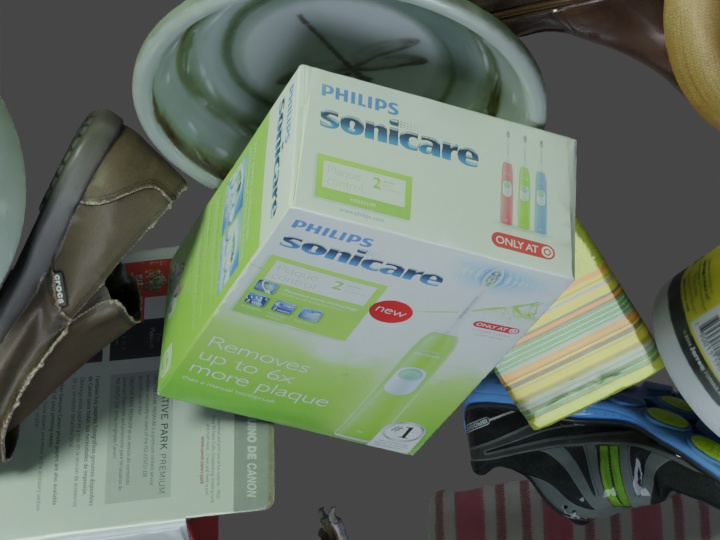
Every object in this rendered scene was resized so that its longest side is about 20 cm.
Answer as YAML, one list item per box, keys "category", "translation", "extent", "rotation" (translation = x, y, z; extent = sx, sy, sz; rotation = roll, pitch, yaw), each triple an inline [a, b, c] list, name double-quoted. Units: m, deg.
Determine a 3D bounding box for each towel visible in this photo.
- category: "towel"
  translation: [0.084, -0.008, 1.418]
  extent: [0.086, 0.018, 0.200]
  rotation: [-27, 112, 16]
- category: "towel"
  translation: [0.135, 0.162, 1.545]
  extent: [0.199, 0.146, 0.030]
  rotation: [-9, 120, 6]

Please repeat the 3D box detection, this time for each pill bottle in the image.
- category: "pill bottle"
  translation: [0.265, 0.005, 1.412]
  extent: [0.112, 0.113, 0.200]
  rotation: [34, 125, -31]

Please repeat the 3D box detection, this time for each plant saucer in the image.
- category: "plant saucer"
  translation: [-0.009, -0.096, 1.264]
  extent: [0.199, 0.050, 0.200]
  rotation: [2, 148, 1]

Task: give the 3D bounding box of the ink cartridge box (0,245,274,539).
- category: "ink cartridge box"
  translation: [-0.125, 0.088, 1.411]
  extent: [0.175, 0.200, 0.084]
  rotation: [-7, 136, 6]

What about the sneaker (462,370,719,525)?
- category: "sneaker"
  translation: [0.150, 0.108, 1.491]
  extent: [0.199, 0.071, 0.083]
  rotation: [13, 110, 25]

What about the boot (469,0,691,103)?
- category: "boot"
  translation: [0.072, -0.118, 1.317]
  extent: [0.199, 0.064, 0.187]
  rotation: [-18, 134, 19]

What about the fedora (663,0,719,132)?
- category: "fedora"
  translation: [0.216, -0.157, 1.245]
  extent: [0.200, 0.082, 0.201]
  rotation: [-10, 117, -20]

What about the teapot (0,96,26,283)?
- category: "teapot"
  translation: [-0.248, -0.071, 1.283]
  extent: [0.197, 0.146, 0.200]
  rotation: [31, 143, -25]

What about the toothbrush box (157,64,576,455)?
- category: "toothbrush box"
  translation: [0.000, 0.000, 1.291]
  extent: [0.145, 0.086, 0.200]
  rotation: [15, 146, -18]

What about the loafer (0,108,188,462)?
- category: "loafer"
  translation: [-0.147, 0.020, 1.318]
  extent: [0.071, 0.073, 0.200]
  rotation: [25, 110, -6]

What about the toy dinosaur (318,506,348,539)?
- category: "toy dinosaur"
  translation: [-0.085, 0.209, 1.585]
  extent: [0.181, 0.200, 0.105]
  rotation: [-24, 124, -23]
